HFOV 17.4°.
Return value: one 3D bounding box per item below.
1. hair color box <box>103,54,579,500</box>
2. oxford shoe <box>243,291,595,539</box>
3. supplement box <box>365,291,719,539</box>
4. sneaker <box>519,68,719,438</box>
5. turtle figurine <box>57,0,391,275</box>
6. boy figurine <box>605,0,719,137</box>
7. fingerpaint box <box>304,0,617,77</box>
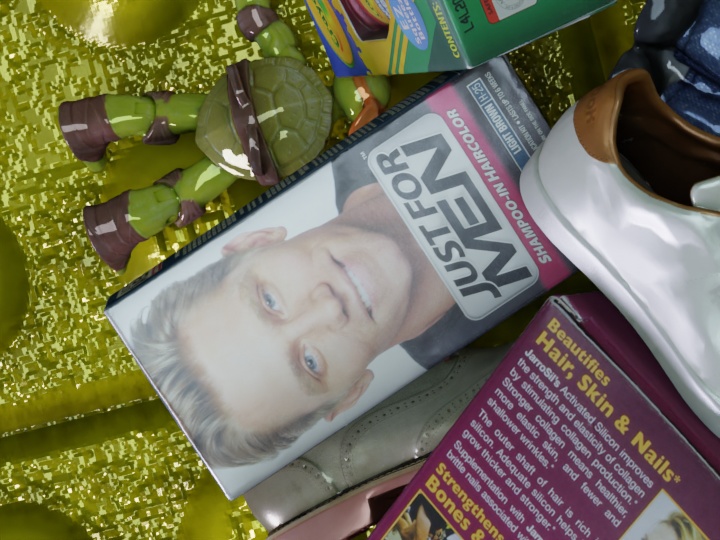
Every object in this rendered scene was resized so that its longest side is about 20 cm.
[{"bbox_3d":[0.000,0.000,1.005,0.200,0.061,0.100,-34,97,0],"label":"hair color box"},{"bbox_3d":[0.028,0.057,1.053,0.200,0.071,0.074,-33,82,10],"label":"oxford shoe"},{"bbox_3d":[0.090,0.122,0.978,0.131,0.103,0.200,49,118,25],"label":"supplement box"},{"bbox_3d":[0.151,0.006,0.897,0.200,0.073,0.085,43,138,7],"label":"sneaker"},{"bbox_3d":[-0.048,-0.053,1.057,0.161,0.064,0.201,-19,90,12],"label":"turtle figurine"},{"bbox_3d":[0.193,-0.038,0.935,0.200,0.064,0.125,35,108,17],"label":"boy figurine"},{"bbox_3d":[0.005,-0.182,0.944,0.073,0.167,0.201,-26,101,-15],"label":"fingerpaint box"}]
